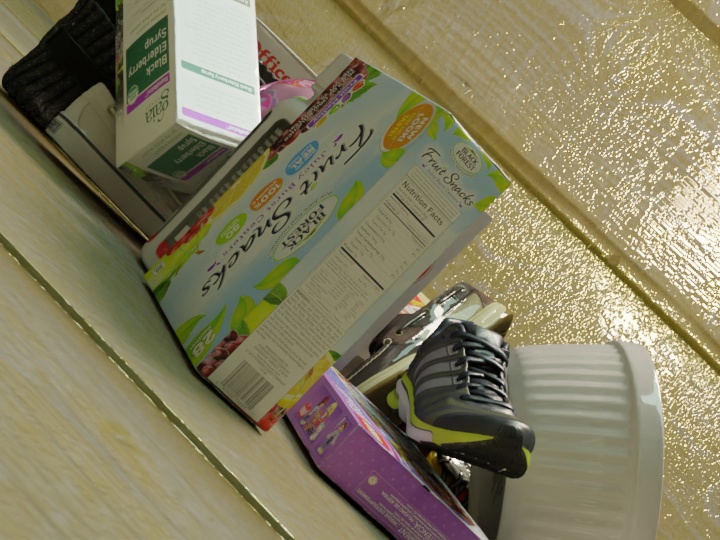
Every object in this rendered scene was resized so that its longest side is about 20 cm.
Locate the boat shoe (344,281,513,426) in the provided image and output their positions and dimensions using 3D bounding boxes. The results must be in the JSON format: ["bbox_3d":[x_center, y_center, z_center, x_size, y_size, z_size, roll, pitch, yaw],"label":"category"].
[{"bbox_3d":[0.037,0.067,1.166,0.066,0.200,0.072,40,-42,26],"label":"boat shoe"}]

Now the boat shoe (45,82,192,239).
[{"bbox_3d":[-0.150,-0.058,1.129,0.200,0.066,0.072,46,-6,-15],"label":"boat shoe"}]

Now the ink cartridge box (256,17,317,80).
[{"bbox_3d":[-0.119,-0.120,1.406,0.146,0.200,0.084,44,1,-4],"label":"ink cartridge box"}]

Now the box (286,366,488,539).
[{"bbox_3d":[0.005,0.120,0.981,0.137,0.039,0.200,45,0,-22],"label":"box"}]

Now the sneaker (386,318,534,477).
[{"bbox_3d":[0.069,0.078,0.979,0.073,0.081,0.200,20,4,-16],"label":"sneaker"}]

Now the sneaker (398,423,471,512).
[{"bbox_3d":[0.075,0.177,1.187,0.200,0.078,0.082,49,28,17],"label":"sneaker"}]

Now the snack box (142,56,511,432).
[{"bbox_3d":[-0.027,-0.023,0.881,0.068,0.200,0.169,43,2,-26],"label":"snack box"}]

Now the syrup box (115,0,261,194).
[{"bbox_3d":[-0.131,-0.166,1.101,0.081,0.079,0.201,18,56,-36],"label":"syrup box"}]

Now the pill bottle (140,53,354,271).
[{"bbox_3d":[-0.047,-0.045,1.021,0.114,0.200,0.114,44,1,-1],"label":"pill bottle"}]

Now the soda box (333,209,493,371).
[{"bbox_3d":[0.000,0.000,1.098,0.068,0.200,0.064,44,2,-28],"label":"soda box"}]

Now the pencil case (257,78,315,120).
[{"bbox_3d":[-0.048,-0.046,1.145,0.087,0.087,0.201,-135,-138,-58],"label":"pencil case"}]

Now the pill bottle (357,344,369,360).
[{"bbox_3d":[-0.042,0.021,1.468,0.106,0.106,0.200,44,1,-44],"label":"pill bottle"}]

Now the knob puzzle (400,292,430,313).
[{"bbox_3d":[0.021,0.034,1.326,0.219,0.030,0.220,39,15,-12],"label":"knob puzzle"}]

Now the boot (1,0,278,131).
[{"bbox_3d":[-0.174,-0.145,1.223,0.211,0.158,0.079,38,-2,-10],"label":"boot"}]

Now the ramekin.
[{"bbox_3d":[0.143,0.148,1.071,0.104,0.202,0.200,6,3,-4],"label":"ramekin"}]

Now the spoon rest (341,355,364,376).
[{"bbox_3d":[-0.016,0.095,1.304,0.099,0.061,0.200,46,-12,26],"label":"spoon rest"}]
